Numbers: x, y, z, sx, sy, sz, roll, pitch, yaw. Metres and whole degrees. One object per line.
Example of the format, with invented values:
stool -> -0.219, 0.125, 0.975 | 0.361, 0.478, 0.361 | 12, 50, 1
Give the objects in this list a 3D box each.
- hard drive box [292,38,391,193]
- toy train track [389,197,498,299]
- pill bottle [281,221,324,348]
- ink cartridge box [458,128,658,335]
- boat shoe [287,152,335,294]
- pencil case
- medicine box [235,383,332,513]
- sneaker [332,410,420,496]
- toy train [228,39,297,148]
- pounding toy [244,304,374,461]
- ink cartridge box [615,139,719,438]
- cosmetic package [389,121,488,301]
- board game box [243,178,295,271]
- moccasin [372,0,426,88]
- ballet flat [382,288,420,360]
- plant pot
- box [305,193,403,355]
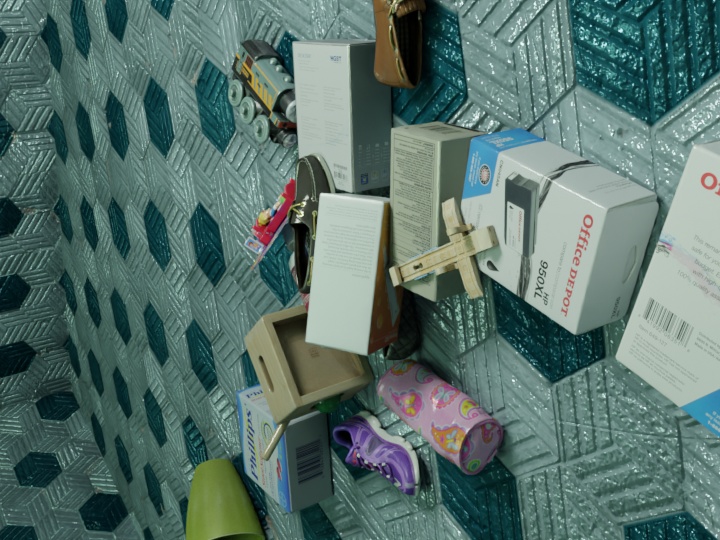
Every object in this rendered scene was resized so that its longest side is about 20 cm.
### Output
hard drive box -> -0.027, -0.230, 1.152 | 0.155, 0.076, 0.204 | 24, 122, 52
toy train track -> 0.086, -0.012, 0.934 | 0.199, 0.032, 0.117 | -25, 80, 57
pill bottle -> -0.049, 0.011, 1.249 | 0.110, 0.108, 0.203 | -43, 65, 54
ink cartridge box -> 0.201, -0.048, 0.851 | 0.199, 0.083, 0.147 | 38, 133, 44
boat shoe -> -0.073, -0.069, 1.150 | 0.071, 0.060, 0.206 | -5, 93, 57
pencil case -> 0.108, 0.198, 1.101 | 0.199, 0.086, 0.089 | 30, 126, 51
medicine box -> -0.150, 0.336, 1.539 | 0.199, 0.101, 0.186 | 18, 117, 53
sneaker -> 0.024, 0.304, 1.268 | 0.199, 0.082, 0.082 | 27, 124, 50
toy train -> -0.156, -0.299, 1.335 | 0.201, 0.084, 0.115 | 53, 132, 32
pounding toy -> -0.098, 0.179, 1.319 | 0.142, 0.181, 0.203 | -45, 64, 54
ink cartridge box -> 0.326, 0.012, 0.618 | 0.147, 0.143, 0.203 | 42, 135, 41
cosmetic package -> 0.097, -0.078, 1.003 | 0.103, 0.086, 0.204 | 27, 123, 49
board game box -> -0.139, -0.094, 1.286 | 0.039, 0.202, 0.158 | 33, 170, -10
moccasin -> 0.053, -0.333, 0.992 | 0.077, 0.073, 0.205 | 22, 118, 42
ballet flat -> 0.041, 0.032, 1.162 | 0.066, 0.056, 0.204 | -19, 85, 56
plant pot -> -0.334, 0.561, 1.875 | 0.188, 0.184, 0.203 | 118, 144, -47
box -> 0.000, 0.000, 1.088 | 0.096, 0.124, 0.204 | 10, 99, 21
